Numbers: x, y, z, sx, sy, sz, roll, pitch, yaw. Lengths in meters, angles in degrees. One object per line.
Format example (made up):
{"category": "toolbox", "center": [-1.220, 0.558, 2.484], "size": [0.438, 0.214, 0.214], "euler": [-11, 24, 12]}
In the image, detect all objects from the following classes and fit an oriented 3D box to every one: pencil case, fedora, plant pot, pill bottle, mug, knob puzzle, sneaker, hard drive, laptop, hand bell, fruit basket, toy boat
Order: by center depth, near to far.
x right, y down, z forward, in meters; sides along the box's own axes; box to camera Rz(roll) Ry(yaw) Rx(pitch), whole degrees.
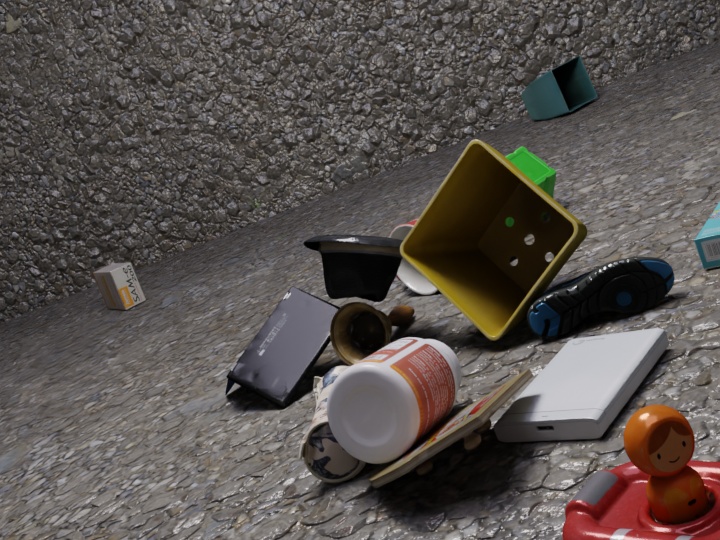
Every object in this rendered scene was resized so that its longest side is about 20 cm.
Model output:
{"category": "toy boat", "center": [0.236, 0.162, 0.742], "size": [0.198, 0.133, 0.130], "euler": [-9, 18, 48]}
{"category": "knob puzzle", "center": [0.089, 0.190, 1.079], "size": [0.218, 0.031, 0.220], "euler": [-34, -6, -4]}
{"category": "hard drive", "center": [0.251, 0.127, 1.118], "size": [0.131, 0.027, 0.199], "euler": [-12, 16, 42]}
{"category": "pill bottle", "center": [0.049, 0.143, 1.164], "size": [0.111, 0.114, 0.199], "euler": [-16, 1, 26]}
{"category": "pencil case", "center": [-0.027, 0.188, 1.241], "size": [0.088, 0.079, 0.200], "euler": [-1, 15, 5]}
{"category": "sneaker", "center": [0.317, 0.024, 1.327], "size": [0.197, 0.074, 0.082], "euler": [-18, 11, 17]}
{"category": "plant pot", "center": [0.214, -0.046, 1.437], "size": [0.201, 0.200, 0.175], "euler": [-56, -24, 21]}
{"category": "fedora", "center": [0.000, 0.000, 1.521], "size": [0.197, 0.093, 0.201], "euler": [3, -3, 0]}
{"category": "hand bell", "center": [0.041, 0.083, 1.604], "size": [0.103, 0.106, 0.199], "euler": [-16, 2, 28]}
{"category": "laptop", "center": [-0.125, 0.138, 1.634], "size": [0.198, 0.116, 0.188], "euler": [21, 65, 35]}
{"category": "mug", "center": [0.149, -0.060, 1.840], "size": [0.199, 0.136, 0.176], "euler": [-30, 23, -37]}
{"category": "fruit basket", "center": [0.274, -0.125, 1.984], "size": [0.215, 0.155, 0.217], "euler": [-42, -23, -22]}
{"category": "plant pot", "center": [0.612, -0.562, 3.149], "size": [0.140, 0.143, 0.199], "euler": [-29, 7, -30]}

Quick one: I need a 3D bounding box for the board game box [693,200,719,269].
{"category": "board game box", "center": [0.559, -0.074, 1.363], "size": [0.149, 0.048, 0.200], "euler": [-14, 15, 38]}

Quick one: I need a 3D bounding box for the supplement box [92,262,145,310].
{"category": "supplement box", "center": [-0.739, 0.048, 3.047], "size": [0.073, 0.128, 0.199], "euler": [-27, 13, -28]}
